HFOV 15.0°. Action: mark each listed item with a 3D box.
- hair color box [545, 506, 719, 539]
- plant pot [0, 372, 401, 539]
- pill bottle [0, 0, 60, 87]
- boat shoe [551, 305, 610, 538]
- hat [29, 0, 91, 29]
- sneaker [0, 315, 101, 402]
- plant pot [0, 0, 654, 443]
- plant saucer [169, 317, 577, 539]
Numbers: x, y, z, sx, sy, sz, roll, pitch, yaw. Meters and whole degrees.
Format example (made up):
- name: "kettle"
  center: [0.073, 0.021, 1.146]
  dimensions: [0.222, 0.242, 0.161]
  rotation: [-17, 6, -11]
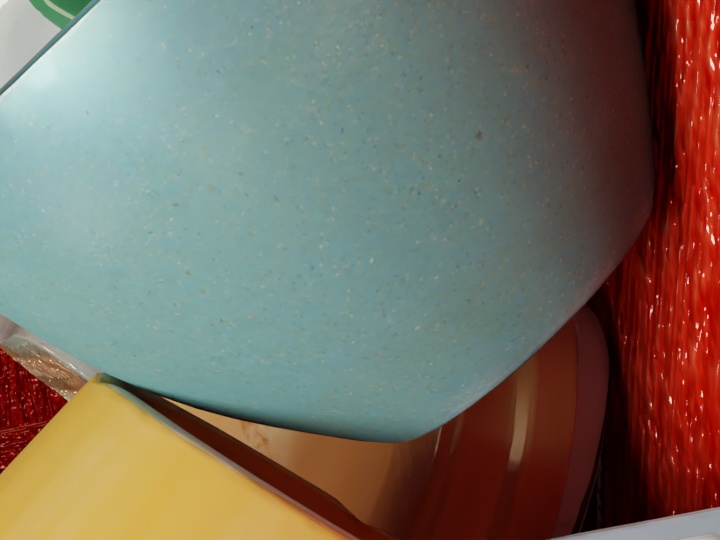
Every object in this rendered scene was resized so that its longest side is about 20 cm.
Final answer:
- name: "hair color box"
  center: [0.086, 0.169, 0.649]
  dimensions: [0.099, 0.060, 0.201]
  rotation: [93, 166, -58]
- name: "plant pot"
  center: [-0.060, 0.136, 0.700]
  dimensions: [0.184, 0.200, 0.200]
  rotation: [-58, 9, -1]
- name: "pill bottle"
  center: [-0.082, -0.127, 1.146]
  dimensions: [0.200, 0.116, 0.117]
  rotation: [-73, -19, -57]
- name: "boat shoe"
  center: [0.044, 0.104, 0.817]
  dimensions: [0.073, 0.068, 0.201]
  rotation: [17, 96, 49]
- name: "hat"
  center: [-0.026, -0.150, 1.055]
  dimensions: [0.176, 0.165, 0.201]
  rotation: [35, -113, -59]
- name: "sneaker"
  center: [-0.108, 0.008, 1.102]
  dimensions: [0.071, 0.080, 0.200]
  rotation: [40, 170, -19]
- name: "plant pot"
  center: [-0.004, -0.036, 0.692]
  dimensions: [0.135, 0.200, 0.200]
  rotation: [46, 176, -8]
- name: "plant saucer"
  center: [-0.014, 0.045, 0.823]
  dimensions: [0.200, 0.032, 0.202]
  rotation: [-19, 65, 47]
